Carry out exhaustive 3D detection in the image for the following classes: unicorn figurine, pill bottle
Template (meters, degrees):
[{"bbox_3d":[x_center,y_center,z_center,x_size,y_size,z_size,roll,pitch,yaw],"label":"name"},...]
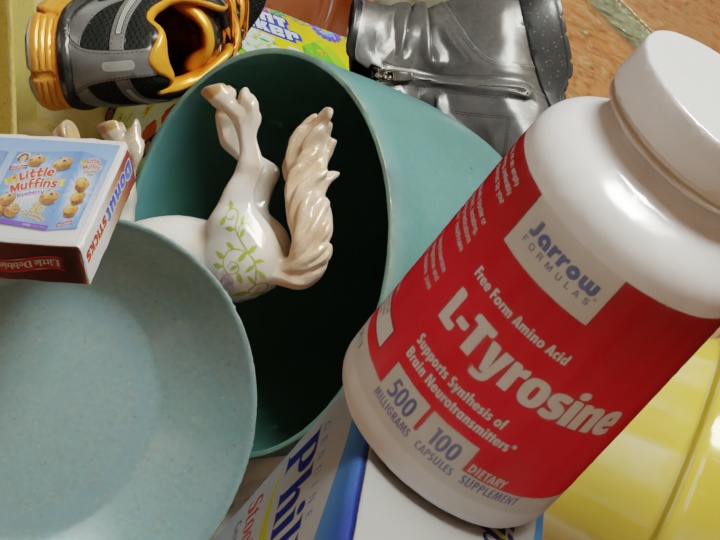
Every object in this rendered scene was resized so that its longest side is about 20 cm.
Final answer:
[{"bbox_3d":[-0.098,-0.009,1.068,0.074,0.199,0.138,-6,85,-51],"label":"unicorn figurine"},{"bbox_3d":[0.089,0.003,0.913,0.112,0.200,0.112,29,30,-18],"label":"pill bottle"}]

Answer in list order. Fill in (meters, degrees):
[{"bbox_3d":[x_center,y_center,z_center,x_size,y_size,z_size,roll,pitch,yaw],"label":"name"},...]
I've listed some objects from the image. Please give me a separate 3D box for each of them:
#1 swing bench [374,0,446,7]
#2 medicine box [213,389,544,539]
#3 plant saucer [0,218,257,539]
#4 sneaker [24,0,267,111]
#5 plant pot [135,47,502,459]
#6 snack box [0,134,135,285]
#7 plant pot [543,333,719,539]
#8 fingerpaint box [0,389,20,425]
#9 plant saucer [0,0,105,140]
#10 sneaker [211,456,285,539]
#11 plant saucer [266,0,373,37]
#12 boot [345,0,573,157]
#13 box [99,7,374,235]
[{"bbox_3d":[0.002,-0.225,1.529,0.198,0.200,0.130,30,74,-15],"label":"swing bench"},{"bbox_3d":[-0.016,0.173,0.970,0.103,0.200,0.182,32,29,-13],"label":"medicine box"},{"bbox_3d":[-0.144,0.068,1.013,0.200,0.202,0.039,20,3,-32],"label":"plant saucer"},{"bbox_3d":[-0.093,-0.128,1.173,0.077,0.079,0.200,3,25,27],"label":"sneaker"},{"bbox_3d":[0.000,0.000,1.138,0.160,0.201,0.201,9,41,-45],"label":"plant pot"},{"bbox_3d":[-0.203,-0.032,0.962,0.199,0.024,0.072,4,41,12],"label":"snack box"},{"bbox_3d":[0.145,0.111,1.279,0.188,0.201,0.201,22,29,3],"label":"plant pot"},{"bbox_3d":[-0.249,-0.009,1.087,0.199,0.073,0.167,32,29,-13],"label":"fingerpaint box"},{"bbox_3d":[-0.182,-0.147,1.184,0.048,0.201,0.200,1,8,6],"label":"plant saucer"},{"bbox_3d":[-0.011,0.149,1.168,0.199,0.075,0.100,7,61,-45],"label":"sneaker"},{"bbox_3d":[-0.089,-0.185,1.414,0.200,0.201,0.032,26,6,-23],"label":"plant saucer"},{"bbox_3d":[0.063,-0.064,1.266,0.131,0.070,0.201,-12,80,-8],"label":"boot"},{"bbox_3d":[-0.055,-0.054,1.329,0.199,0.122,0.193,18,35,-33],"label":"box"}]
